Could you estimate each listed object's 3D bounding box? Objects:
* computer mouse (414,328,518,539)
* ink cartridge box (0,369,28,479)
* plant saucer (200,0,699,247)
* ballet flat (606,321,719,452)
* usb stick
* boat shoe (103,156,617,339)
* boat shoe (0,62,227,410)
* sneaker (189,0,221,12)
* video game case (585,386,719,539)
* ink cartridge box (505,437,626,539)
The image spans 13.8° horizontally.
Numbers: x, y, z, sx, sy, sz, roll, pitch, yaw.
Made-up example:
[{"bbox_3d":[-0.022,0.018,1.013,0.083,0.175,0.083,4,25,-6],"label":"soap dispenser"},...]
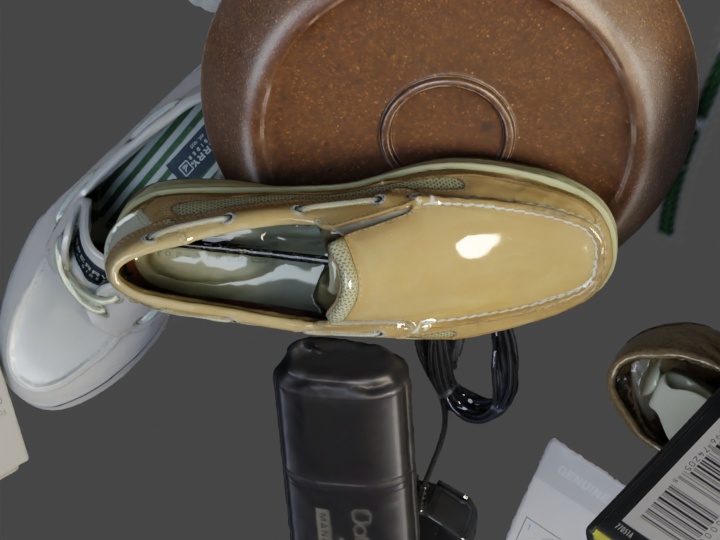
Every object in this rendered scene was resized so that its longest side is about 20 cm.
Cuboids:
[{"bbox_3d":[0.030,0.080,1.252,0.059,0.034,0.200,19,123,7],"label":"computer mouse"},{"bbox_3d":[-0.250,0.014,1.313,0.145,0.084,0.200,-10,102,34],"label":"ink cartridge box"},{"bbox_3d":[0.035,-0.061,1.183,0.200,0.035,0.201,1,123,2],"label":"plant saucer"},{"bbox_3d":[0.175,0.081,1.165,0.200,0.072,0.068,35,110,27],"label":"ballet flat"},{"bbox_3d":[-0.002,0.108,1.218,0.055,0.033,0.200,3,131,9],"label":"usb stick"},{"bbox_3d":[0.000,0.000,1.151,0.199,0.076,0.072,-4,103,5],"label":"boat shoe"},{"bbox_3d":[-0.105,-0.015,1.273,0.074,0.067,0.200,38,114,7],"label":"boat shoe"},{"bbox_3d":[0.020,-0.133,1.189,0.200,0.073,0.085,-24,93,23],"label":"sneaker"},{"bbox_3d":[0.215,0.081,1.101,0.181,0.200,0.026,33,155,30],"label":"video game case"},{"bbox_3d":[0.111,0.190,1.248,0.161,0.050,0.200,32,110,24],"label":"ink cartridge box"}]
